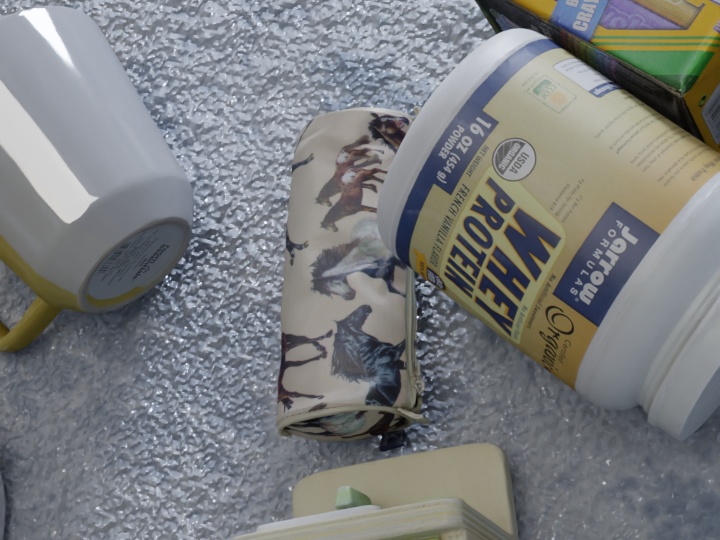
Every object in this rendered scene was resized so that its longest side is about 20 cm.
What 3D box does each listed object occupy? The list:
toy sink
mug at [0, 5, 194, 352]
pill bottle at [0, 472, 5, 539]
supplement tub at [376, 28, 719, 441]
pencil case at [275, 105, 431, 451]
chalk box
[{"bbox_3d":[0.012,0.182,0.913,0.130,0.112,0.201,-12,66,18],"label":"toy sink"},{"bbox_3d":[-0.183,-0.047,1.107,0.149,0.187,0.153,-30,67,-27],"label":"mug"},{"bbox_3d":[-0.329,0.149,1.087,0.199,0.113,0.114,-8,68,21],"label":"pill bottle"},{"bbox_3d":[0.124,-0.018,0.933,0.200,0.144,0.145,37,87,18],"label":"supplement tub"},{"bbox_3d":[0.000,0.000,1.026,0.089,0.078,0.201,-1,70,9],"label":"pencil case"},{"bbox_3d":[0.147,-0.167,1.001,0.200,0.124,0.124,36,87,28],"label":"chalk box"}]
